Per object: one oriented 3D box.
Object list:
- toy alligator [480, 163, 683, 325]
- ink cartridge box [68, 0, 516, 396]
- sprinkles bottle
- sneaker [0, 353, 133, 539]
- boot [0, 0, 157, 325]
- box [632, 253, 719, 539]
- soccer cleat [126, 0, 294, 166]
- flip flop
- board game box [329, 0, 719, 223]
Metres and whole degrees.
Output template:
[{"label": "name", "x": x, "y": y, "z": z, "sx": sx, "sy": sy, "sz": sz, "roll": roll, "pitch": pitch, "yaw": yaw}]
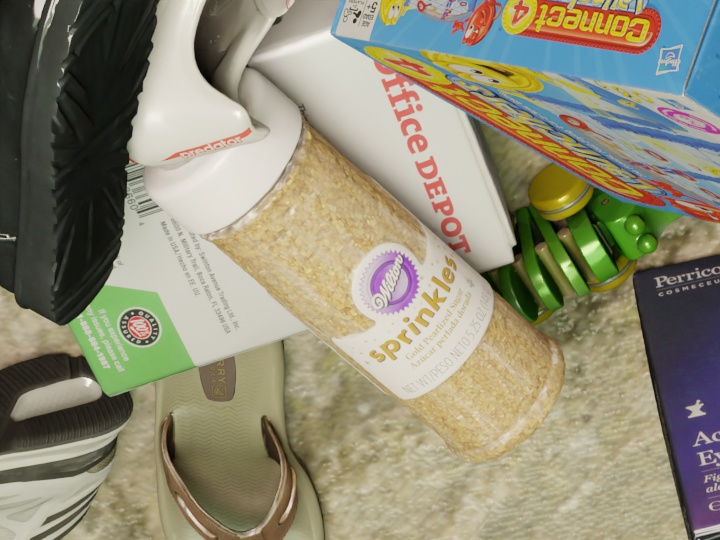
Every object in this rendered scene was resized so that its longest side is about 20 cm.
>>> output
[{"label": "toy alligator", "x": 0.110, "y": -0.017, "z": 1.264, "sx": 0.200, "sy": 0.054, "sz": 0.059, "roll": -26, "pitch": 123, "yaw": 14}, {"label": "ink cartridge box", "x": -0.047, "y": -0.049, "z": 1.211, "sx": 0.199, "sy": 0.084, "sz": 0.146, "roll": -18, "pitch": 125, "yaw": 8}, {"label": "sprinkles bottle", "x": 0.000, "y": 0.000, "z": 1.157, "sx": 0.068, "sy": 0.068, "sz": 0.200, "roll": -38, "pitch": 120, "yaw": 20}, {"label": "sneaker", "x": -0.206, "y": 0.113, "z": 1.292, "sx": 0.200, "sy": 0.076, "sz": 0.116, "roll": -9, "pitch": 134, "yaw": -29}, {"label": "boot", "x": -0.165, "y": -0.077, "z": 1.045, "sx": 0.162, "sy": 0.073, "sz": 0.199, "roll": 27, "pitch": 138, "yaw": 14}, {"label": "box", "x": 0.213, "y": 0.080, "z": 1.250, "sx": 0.148, "sy": 0.200, "sz": 0.105, "roll": -13, "pitch": 125, "yaw": 4}, {"label": "soccer cleat", "x": -0.061, "y": -0.138, "z": 1.097, "sx": 0.085, "sy": 0.201, "sz": 0.069, "roll": -1, "pitch": 163, "yaw": 27}, {"label": "flip flop", "x": -0.061, "y": 0.095, "z": 1.327, "sx": 0.081, "sy": 0.058, "sz": 0.200, "roll": -5, "pitch": 125, "yaw": -1}, {"label": "board game box", "x": 0.124, "y": -0.070, "z": 1.092, "sx": 0.200, "sy": 0.196, "sz": 0.056, "roll": 26, "pitch": 82, "yaw": -41}]
